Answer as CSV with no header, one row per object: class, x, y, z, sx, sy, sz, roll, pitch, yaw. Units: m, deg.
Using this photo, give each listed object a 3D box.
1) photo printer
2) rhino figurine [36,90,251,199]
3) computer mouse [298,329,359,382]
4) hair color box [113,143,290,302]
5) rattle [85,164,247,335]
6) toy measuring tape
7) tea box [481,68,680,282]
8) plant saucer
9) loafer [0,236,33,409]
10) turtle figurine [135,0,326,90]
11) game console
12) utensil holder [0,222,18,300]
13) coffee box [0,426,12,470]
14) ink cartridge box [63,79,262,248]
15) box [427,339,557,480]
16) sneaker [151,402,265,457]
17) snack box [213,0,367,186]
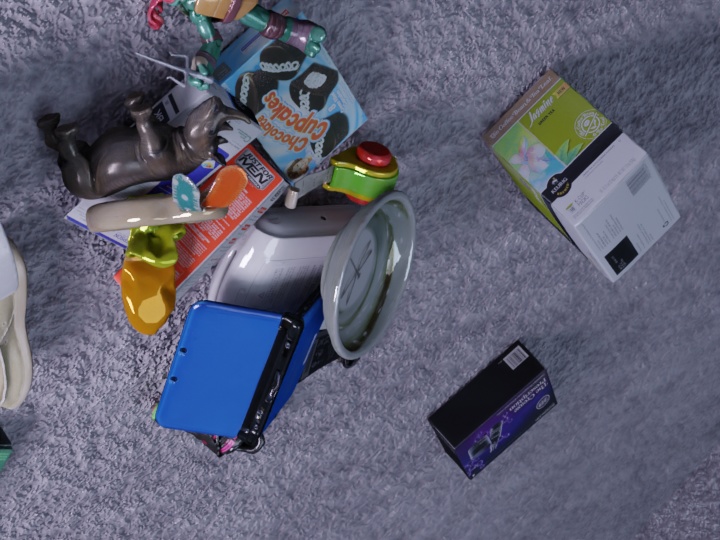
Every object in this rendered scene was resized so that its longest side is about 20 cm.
photo printer,-0.088,0.002,1.499,0.198,0.070,0.168,-6,132,-43
rhino figurine,-0.198,-0.120,1.180,0.197,0.060,0.088,-12,123,5
computer mouse,-0.060,0.092,1.650,0.199,0.053,0.140,-23,144,-45
hair color box,-0.166,-0.043,1.341,0.200,0.061,0.102,-45,180,1
rattle,-0.174,-0.017,1.181,0.129,0.198,0.145,16,78,-45
toy measuring tape,-0.008,-0.100,1.429,0.200,0.073,0.074,-35,152,-54
tea box,0.291,-0.123,1.654,0.134,0.197,0.200,-45,147,3
plant saucer,0.000,0.000,1.450,0.200,0.050,0.202,-49,149,-44
loafer,-0.373,0.057,1.259,0.068,0.076,0.203,-16,128,-33
turtle figurine,-0.119,-0.253,1.167,0.198,0.101,0.151,-7,138,-38
game console,-0.134,0.095,1.478,0.171,0.117,0.202,-51,168,-54
utensil holder,-0.412,-0.008,1.058,0.198,0.170,0.171,-29,144,-24
coffee box,-0.480,0.257,1.379,0.122,0.044,0.201,10,119,-50
ink cartridge box,-0.203,-0.109,1.264,0.199,0.039,0.099,-38,147,13
box,0.220,0.231,2.069,0.199,0.079,0.142,-40,149,-7
sneaker,-0.183,0.187,1.584,0.077,0.084,0.199,-51,146,10
snack box,-0.075,-0.186,1.340,0.116,0.037,0.200,-42,146,-2
